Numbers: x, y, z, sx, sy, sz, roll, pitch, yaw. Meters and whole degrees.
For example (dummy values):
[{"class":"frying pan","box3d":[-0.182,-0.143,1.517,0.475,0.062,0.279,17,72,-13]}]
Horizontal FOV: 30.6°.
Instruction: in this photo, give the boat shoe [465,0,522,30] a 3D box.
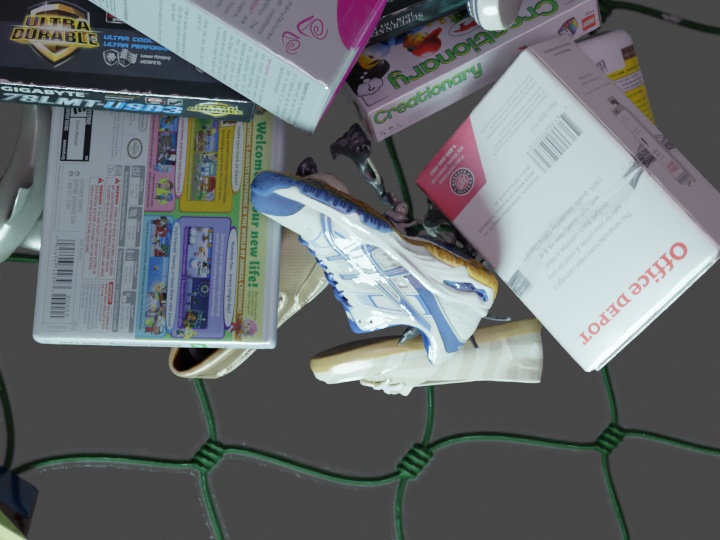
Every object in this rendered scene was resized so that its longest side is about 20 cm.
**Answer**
[{"class":"boat shoe","box3d":[0.077,-0.254,0.971,0.091,0.075,0.202,2,52,16]}]

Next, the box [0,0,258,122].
[{"class":"box","box3d":[-0.170,-0.218,0.977,0.197,0.050,0.201,4,77,-9]}]

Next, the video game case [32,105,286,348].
[{"class":"video game case","box3d":[-0.148,-0.044,0.988,0.179,0.022,0.203,1,77,4]}]

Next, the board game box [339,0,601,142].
[{"class":"board game box","box3d":[0.071,-0.189,1.031,0.198,0.127,0.035,-28,137,-5]}]

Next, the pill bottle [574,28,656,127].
[{"class":"pill bottle","box3d":[0.191,-0.084,1.064,0.108,0.109,0.202,-19,98,-7]}]

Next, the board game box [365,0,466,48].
[{"class":"board game box","box3d":[0.051,-0.255,1.027,0.198,0.028,0.136,-22,60,-5]}]

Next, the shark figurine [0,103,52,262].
[{"class":"shark figurine","box3d":[-0.264,-0.085,1.004,0.126,0.089,0.217,10,96,-11]}]

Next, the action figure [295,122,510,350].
[{"class":"action figure","box3d":[0.035,-0.019,1.052,0.119,0.102,0.200,-41,85,-5]}]

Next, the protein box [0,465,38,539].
[{"class":"protein box","box3d":[-0.382,0.215,0.988,0.197,0.135,0.201,34,89,-11]}]

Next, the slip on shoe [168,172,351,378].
[{"class":"slip on shoe","box3d":[-0.080,0.009,1.018,0.200,0.060,0.076,-45,79,22]}]

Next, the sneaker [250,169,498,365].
[{"class":"sneaker","box3d":[0.000,0.000,0.958,0.198,0.075,0.089,28,99,-6]}]

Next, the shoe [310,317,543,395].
[{"class":"shoe","box3d":[0.058,0.077,1.078,0.197,0.070,0.054,-7,89,-11]}]

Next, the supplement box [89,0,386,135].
[{"class":"supplement box","box3d":[-0.087,-0.198,0.909,0.199,0.103,0.102,32,73,0]}]

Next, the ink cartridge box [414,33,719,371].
[{"class":"ink cartridge box","box3d":[0.161,-0.050,0.977,0.200,0.083,0.147,48,124,9]}]
